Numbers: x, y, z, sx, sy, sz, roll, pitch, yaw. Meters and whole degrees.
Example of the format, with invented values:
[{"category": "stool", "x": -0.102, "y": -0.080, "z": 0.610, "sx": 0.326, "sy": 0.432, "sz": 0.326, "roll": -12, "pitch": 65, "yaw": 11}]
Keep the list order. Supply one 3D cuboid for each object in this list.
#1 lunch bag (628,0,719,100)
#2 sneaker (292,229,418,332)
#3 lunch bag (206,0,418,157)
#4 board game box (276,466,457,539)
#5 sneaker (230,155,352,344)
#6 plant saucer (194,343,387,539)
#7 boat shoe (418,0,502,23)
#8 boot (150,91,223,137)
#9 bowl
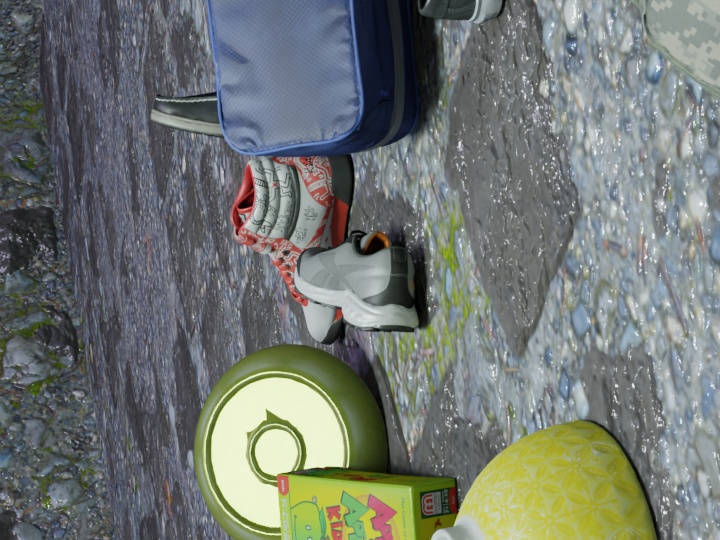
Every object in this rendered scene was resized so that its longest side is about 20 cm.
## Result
[{"category": "lunch bag", "x": 0.190, "y": -0.165, "z": 0.701, "sx": 0.168, "sy": 0.139, "sz": 0.200, "roll": 59, "pitch": 154, "yaw": 24}, {"category": "sneaker", "x": 0.000, "y": 0.000, "z": 1.504, "sx": 0.200, "sy": 0.074, "sz": 0.080, "roll": -157, "pitch": 73, "yaw": -65}, {"category": "lunch bag", "x": -0.036, "y": -0.192, "z": 1.397, "sx": 0.132, "sy": 0.135, "sz": 0.201, "roll": -8, "pitch": -87, "yaw": -65}, {"category": "board game box", "x": 0.005, "y": 0.224, "z": 1.461, "sx": 0.200, "sy": 0.047, "sz": 0.102, "roll": -4, "pitch": 90, "yaw": 55}, {"category": "sneaker", "x": -0.070, "y": -0.020, "z": 1.649, "sx": 0.067, "sy": 0.108, "sz": 0.202, "roll": -122, "pitch": 32, "yaw": -58}, {"category": "plant saucer", "x": -0.072, "y": 0.167, "z": 1.593, "sx": 0.031, "sy": 0.199, "sz": 0.201, "roll": 11, "pitch": -109, "yaw": -66}, {"category": "boat shoe", "x": 0.064, "y": -0.275, "z": 1.218, "sx": 0.069, "sy": 0.056, "sz": 0.201, "roll": 178, "pitch": 87, "yaw": -74}, {"category": "boot", "x": -0.079, "y": -0.190, "z": 1.501, "sx": 0.073, "sy": 0.203, "sz": 0.154, "roll": -62, "pitch": -26, "yaw": -82}, {"category": "bowl", "x": 0.105, "y": 0.201, "z": 1.116, "sx": 0.200, "sy": 0.107, "sz": 0.201, "roll": 175, "pitch": 90, "yaw": -74}]
